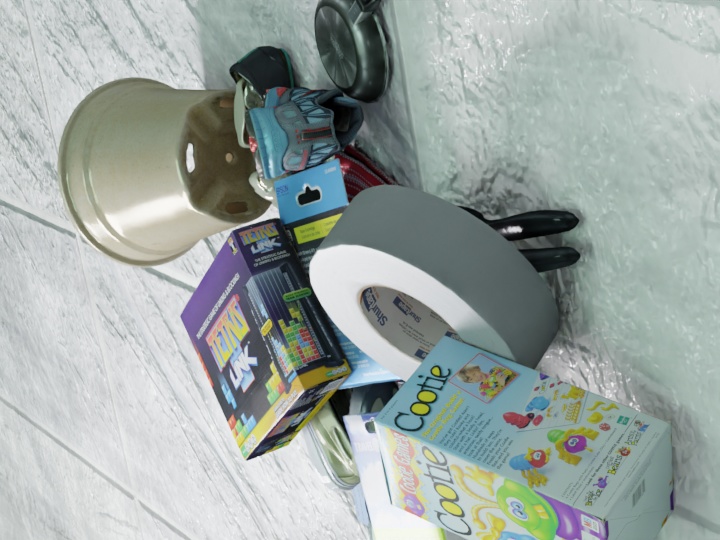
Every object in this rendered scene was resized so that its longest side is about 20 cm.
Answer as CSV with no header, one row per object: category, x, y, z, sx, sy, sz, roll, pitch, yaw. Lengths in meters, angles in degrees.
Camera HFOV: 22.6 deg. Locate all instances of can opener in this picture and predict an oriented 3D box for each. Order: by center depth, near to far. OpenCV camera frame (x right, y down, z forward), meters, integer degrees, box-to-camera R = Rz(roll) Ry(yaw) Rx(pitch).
can opener,0.106,-0.019,1.443,0.200,0.078,0.064,5,103,53

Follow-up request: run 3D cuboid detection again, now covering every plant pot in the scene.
plant pot,-0.177,-0.107,1.831,0.183,0.200,0.202,-3,104,52

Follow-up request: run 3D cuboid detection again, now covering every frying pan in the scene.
frying pan,0.005,-0.205,1.565,0.190,0.031,0.116,-11,98,67

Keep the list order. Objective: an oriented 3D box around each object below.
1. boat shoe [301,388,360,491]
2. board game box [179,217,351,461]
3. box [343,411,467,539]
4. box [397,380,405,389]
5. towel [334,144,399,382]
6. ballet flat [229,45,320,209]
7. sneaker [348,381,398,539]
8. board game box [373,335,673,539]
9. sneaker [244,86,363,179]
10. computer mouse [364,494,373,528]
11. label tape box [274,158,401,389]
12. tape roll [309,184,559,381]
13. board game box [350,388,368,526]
boat shoe,-0.035,0.118,1.782,0.062,0.072,0.201,-31,79,38
board game box,-0.094,0.068,1.705,0.166,0.056,0.200,63,151,15
box,0.055,0.216,1.584,0.122,0.047,0.201,-15,90,59
box,0.098,0.197,1.587,0.143,0.036,0.201,8,111,58
towel,0.018,-0.001,1.675,0.145,0.022,0.201,42,141,45
ballet flat,-0.083,-0.116,1.747,0.073,0.073,0.201,-3,104,64
sneaker,0.045,0.190,1.713,0.082,0.070,0.201,5,114,43
board game box,0.125,0.148,1.365,0.199,0.105,0.103,21,141,30
sneaker,-0.040,-0.125,1.617,0.200,0.095,0.080,-68,-32,-74
computer mouse,0.067,0.276,1.679,0.200,0.058,0.034,55,-162,-5
label tape box,0.000,0.000,1.620,0.143,0.066,0.201,-14,92,62
tape roll,0.058,0.023,1.449,0.200,0.066,0.201,28,155,15
board game box,0.011,0.171,1.804,0.103,0.019,0.201,20,124,61
